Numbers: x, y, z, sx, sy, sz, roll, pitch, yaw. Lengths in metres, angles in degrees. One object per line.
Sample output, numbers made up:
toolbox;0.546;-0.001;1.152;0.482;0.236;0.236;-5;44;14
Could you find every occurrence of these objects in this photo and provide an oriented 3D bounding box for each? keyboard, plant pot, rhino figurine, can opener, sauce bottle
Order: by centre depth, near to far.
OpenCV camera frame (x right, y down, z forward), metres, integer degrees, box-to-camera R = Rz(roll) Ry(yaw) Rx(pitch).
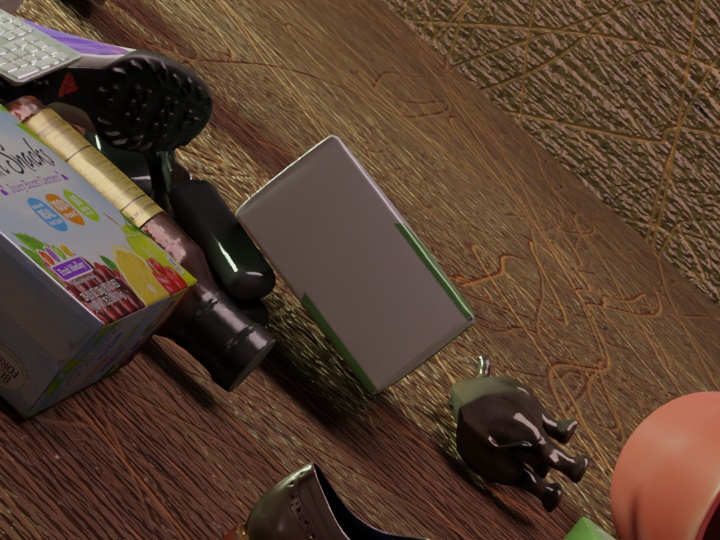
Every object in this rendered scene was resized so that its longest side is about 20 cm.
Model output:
sauce bottle;-0.134;-0.012;1.540;0.200;0.066;0.066;44;11;4
keyboard;-0.258;-0.160;1.659;0.200;0.011;0.056;29;31;28
can opener;-0.116;-0.029;1.744;0.066;0.053;0.200;-9;37;-29
rhino figurine;0.101;0.105;1.899;0.087;0.060;0.200;28;9;-8
plant pot;0.271;0.176;1.906;0.200;0.201;0.177;35;0;-26

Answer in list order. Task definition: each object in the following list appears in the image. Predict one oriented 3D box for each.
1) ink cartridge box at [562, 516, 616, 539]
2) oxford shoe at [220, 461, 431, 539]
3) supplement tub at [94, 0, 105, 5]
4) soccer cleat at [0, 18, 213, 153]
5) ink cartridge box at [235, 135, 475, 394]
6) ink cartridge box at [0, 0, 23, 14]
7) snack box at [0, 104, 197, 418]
ink cartridge box;0.172;0.237;1.583;0.117;0.067;0.200;37;10;-20
oxford shoe;0.027;0.174;1.310;0.200;0.073;0.071;40;10;-6
supplement tub;-0.245;-0.320;2.192;0.200;0.145;0.144;40;10;-8
soccer cleat;-0.183;-0.125;1.727;0.199;0.068;0.073;9;27;-36
ink cartridge box;0.000;0.000;1.762;0.146;0.084;0.200;53;0;3
ink cartridge box;-0.316;-0.254;1.823;0.200;0.088;0.145;27;17;-47
snack box;-0.182;-0.017;1.371;0.169;0.068;0.200;42;9;4
